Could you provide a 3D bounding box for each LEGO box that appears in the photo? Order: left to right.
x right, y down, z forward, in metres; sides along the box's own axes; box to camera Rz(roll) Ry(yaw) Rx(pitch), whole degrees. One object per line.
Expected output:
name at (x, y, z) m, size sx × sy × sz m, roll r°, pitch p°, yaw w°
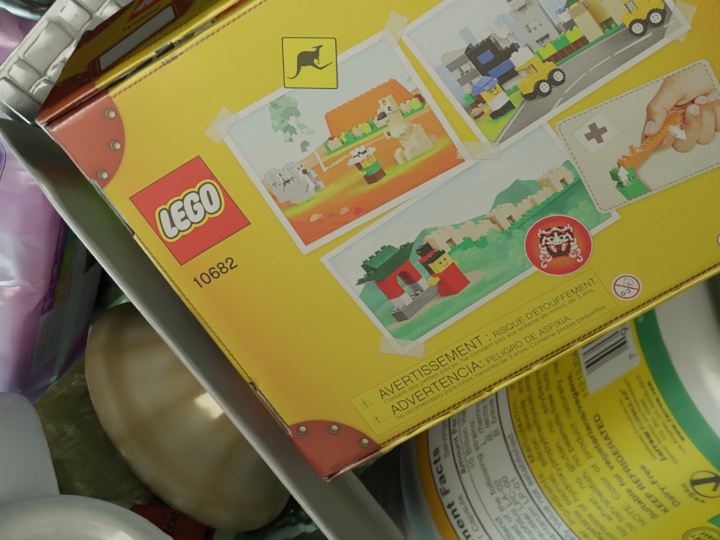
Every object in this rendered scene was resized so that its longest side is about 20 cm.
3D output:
LEGO box at (0.030, -0.051, 0.652) m, size 0.199 × 0.077 × 0.149 m, roll -29°, pitch 111°, yaw 20°

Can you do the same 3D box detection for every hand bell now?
hand bell at (0.000, 0.000, 0.799) m, size 0.104 × 0.104 × 0.200 m, roll 47°, pitch 118°, yaw -4°

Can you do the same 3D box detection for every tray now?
tray at (-0.047, 0.029, 0.723) m, size 0.200 × 0.022 × 0.107 m, roll 52°, pitch 176°, yaw -21°

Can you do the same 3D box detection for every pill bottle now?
pill bottle at (0.085, 0.063, 0.752) m, size 0.113 × 0.113 × 0.200 m, roll 48°, pitch 131°, yaw -5°

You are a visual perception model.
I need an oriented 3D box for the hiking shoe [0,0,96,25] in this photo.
hiking shoe at (-0.128, -0.182, 0.731) m, size 0.100 × 0.076 × 0.201 m, roll -30°, pitch 88°, yaw 34°

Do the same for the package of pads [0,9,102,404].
package of pads at (-0.155, -0.049, 0.848) m, size 0.120 × 0.076 × 0.201 m, roll 28°, pitch 130°, yaw 12°

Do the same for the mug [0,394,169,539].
mug at (-0.124, 0.142, 0.807) m, size 0.176 × 0.147 × 0.201 m, roll 112°, pitch 146°, yaw -54°

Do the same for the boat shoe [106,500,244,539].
boat shoe at (-0.095, 0.196, 0.949) m, size 0.062 × 0.071 × 0.201 m, roll 10°, pitch 106°, yaw 4°

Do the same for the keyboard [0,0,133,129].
keyboard at (-0.043, -0.114, 0.717) m, size 0.056 × 0.011 × 0.200 m, roll 37°, pitch 107°, yaw -22°
